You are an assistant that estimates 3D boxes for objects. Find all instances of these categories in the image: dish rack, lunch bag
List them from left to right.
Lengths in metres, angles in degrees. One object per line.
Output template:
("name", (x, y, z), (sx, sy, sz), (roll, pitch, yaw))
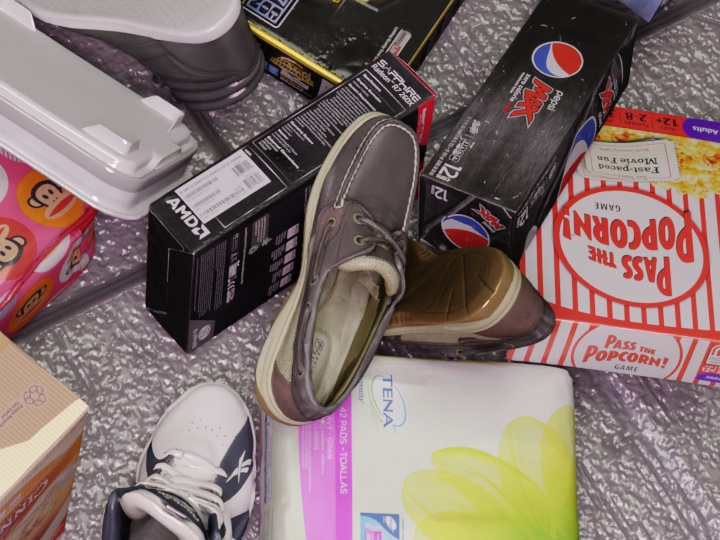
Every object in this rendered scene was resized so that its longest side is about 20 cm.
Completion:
("lunch bag", (-0.279, -0.023, 1.657), (0.176, 0.082, 0.200), (36, 61, 11))
("dish rack", (-0.196, -0.112, 1.673), (0.200, 0.172, 0.044), (34, 107, 4))

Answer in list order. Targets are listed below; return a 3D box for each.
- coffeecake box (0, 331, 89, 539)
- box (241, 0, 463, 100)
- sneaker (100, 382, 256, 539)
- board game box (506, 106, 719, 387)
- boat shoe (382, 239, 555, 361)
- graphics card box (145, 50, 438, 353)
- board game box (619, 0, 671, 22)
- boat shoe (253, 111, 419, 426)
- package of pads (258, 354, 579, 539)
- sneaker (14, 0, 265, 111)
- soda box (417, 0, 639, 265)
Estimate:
("coffeecake box", (-0.237, 0.145, 1.515), (0.073, 0.200, 0.154), (39, 64, 9))
("box", (-0.008, -0.212, 1.814), (0.159, 0.049, 0.200), (31, 63, 7))
("sneaker", (-0.106, 0.140, 1.582), (0.079, 0.130, 0.200), (26, 63, 1))
("board game box", (0.170, -0.021, 1.732), (0.151, 0.046, 0.201), (7, 48, -7))
("boat shoe", (0.049, 0.025, 1.648), (0.065, 0.200, 0.073), (39, 76, -23))
("graphics card box", (-0.045, -0.043, 1.682), (0.200, 0.126, 0.051), (-36, 68, -23))
("board game box", (0.153, -0.265, 1.846), (0.200, 0.035, 0.135), (38, 37, 7))
("boat shoe", (-0.001, 0.000, 1.602), (0.072, 0.066, 0.202), (28, 76, -31))
("package of pads", (0.036, 0.130, 1.650), (0.199, 0.068, 0.155), (4, 66, -10))
("sneaker", (-0.148, -0.158, 1.754), (0.199, 0.099, 0.071), (17, 63, 33))
("soda box", (0.109, -0.091, 1.704), (0.070, 0.063, 0.200), (22, 52, 16))
